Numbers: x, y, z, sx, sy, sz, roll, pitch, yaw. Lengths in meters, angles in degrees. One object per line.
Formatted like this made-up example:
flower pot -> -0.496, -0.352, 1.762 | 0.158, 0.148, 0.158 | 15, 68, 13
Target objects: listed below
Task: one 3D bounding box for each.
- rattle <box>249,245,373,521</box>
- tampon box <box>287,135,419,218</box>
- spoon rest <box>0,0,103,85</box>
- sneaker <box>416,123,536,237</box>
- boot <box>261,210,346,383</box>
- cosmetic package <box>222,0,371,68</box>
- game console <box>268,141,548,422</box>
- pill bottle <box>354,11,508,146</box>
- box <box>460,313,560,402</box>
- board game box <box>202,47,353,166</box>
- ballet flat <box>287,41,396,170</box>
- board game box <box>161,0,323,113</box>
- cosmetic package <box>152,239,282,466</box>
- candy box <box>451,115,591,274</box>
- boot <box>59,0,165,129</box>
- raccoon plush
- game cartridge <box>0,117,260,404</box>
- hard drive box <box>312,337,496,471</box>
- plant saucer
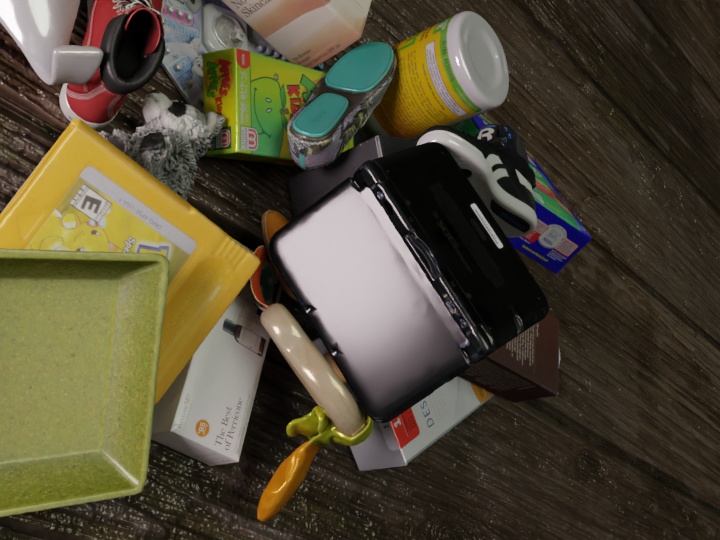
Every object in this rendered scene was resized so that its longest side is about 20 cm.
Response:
rattle -> -0.090, 0.101, 0.803 | 0.201, 0.142, 0.130 | 53, 7, -11
tampon box -> 0.044, -0.062, 0.980 | 0.199, 0.149, 0.128 | -2, 77, -46
spoon rest -> -0.275, -0.224, 0.732 | 0.098, 0.061, 0.201 | -7, 52, -35
sneaker -> 0.123, -0.125, 0.930 | 0.199, 0.072, 0.113 | 35, 49, -44
boot -> 0.000, 0.001, 0.853 | 0.203, 0.143, 0.071 | 61, 20, 3
cosmetic package -> -0.091, -0.322, 0.921 | 0.199, 0.103, 0.088 | 36, 52, -31
game console -> 0.047, 0.005, 0.795 | 0.175, 0.116, 0.201 | -24, 78, -44
pill bottle -> 0.064, -0.214, 1.011 | 0.110, 0.198, 0.113 | 20, 63, -45
box -> 0.148, 0.073, 0.992 | 0.199, 0.074, 0.101 | 29, 56, -36
board game box -> -0.082, -0.167, 0.921 | 0.199, 0.047, 0.103 | -2, 91, -55
ballet flat -> -0.021, -0.174, 0.925 | 0.072, 0.072, 0.201 | 53, 47, -20
board game box -> -0.144, -0.262, 0.939 | 0.201, 0.026, 0.200 | 56, 45, -18
cosmetic package -> -0.135, 0.075, 0.820 | 0.082, 0.050, 0.202 | 32, 55, -34
candy box -> 0.199, -0.113, 1.154 | 0.168, 0.077, 0.201 | 26, 27, -38
boot -> -0.198, -0.235, 0.765 | 0.072, 0.144, 0.203 | 22, 69, -30
raccoon plush -> -0.186, -0.066, 0.813 | 0.134, 0.096, 0.203 | -31, 127, -59
game cartridge -> -0.207, 0.005, 0.714 | 0.199, 0.032, 0.177 | 38, 86, -30
hard drive box -> 0.055, 0.114, 0.989 | 0.199, 0.076, 0.158 | -25, 95, -47
plant saucer -> -0.253, 0.080, 0.648 | 0.198, 0.048, 0.203 | 1, 101, -42
